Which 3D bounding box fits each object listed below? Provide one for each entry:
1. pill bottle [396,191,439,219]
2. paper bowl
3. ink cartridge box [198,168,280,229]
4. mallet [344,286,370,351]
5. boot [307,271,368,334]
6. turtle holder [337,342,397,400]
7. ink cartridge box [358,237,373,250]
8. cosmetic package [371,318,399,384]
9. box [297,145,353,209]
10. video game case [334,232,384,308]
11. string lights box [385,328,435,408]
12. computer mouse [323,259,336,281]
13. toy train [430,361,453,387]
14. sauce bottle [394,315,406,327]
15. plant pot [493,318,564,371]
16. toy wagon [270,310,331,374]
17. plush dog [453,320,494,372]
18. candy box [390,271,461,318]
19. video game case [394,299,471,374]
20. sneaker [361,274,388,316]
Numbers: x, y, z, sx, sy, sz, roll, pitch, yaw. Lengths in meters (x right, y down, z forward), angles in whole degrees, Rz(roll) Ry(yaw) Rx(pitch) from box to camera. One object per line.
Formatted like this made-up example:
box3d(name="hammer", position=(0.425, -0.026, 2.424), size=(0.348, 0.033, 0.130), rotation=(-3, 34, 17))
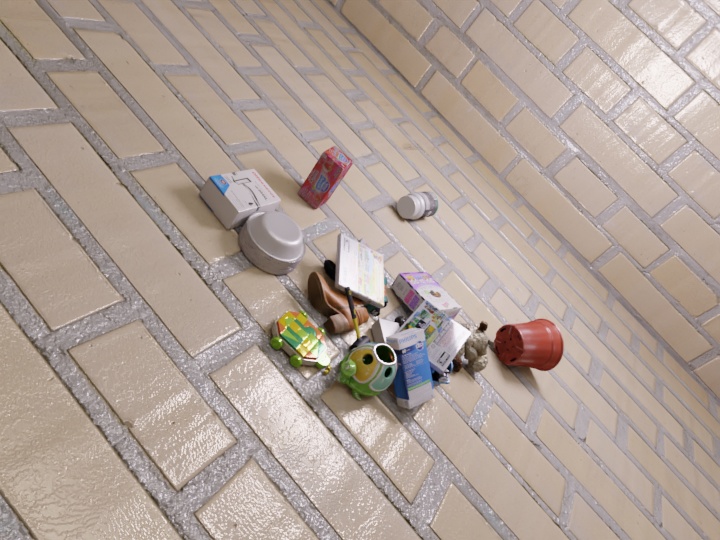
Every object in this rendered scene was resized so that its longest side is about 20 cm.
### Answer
box3d(name="pill bottle", position=(0.248, -0.281, 2.296), size=(0.199, 0.113, 0.114), rotation=(-15, 64, -52))
box3d(name="paper bowl", position=(-0.252, -0.095, 1.583), size=(0.199, 0.104, 0.202), rotation=(26, 37, -22))
box3d(name="ink cartridge box", position=(-0.364, -0.223, 1.624), size=(0.146, 0.084, 0.200), rotation=(48, 34, 8))
box3d(name="mallet", position=(-0.011, 0.142, 1.540), size=(0.066, 0.041, 0.203), rotation=(-21, 104, -56))
box3d(name="boot", position=(-0.063, 0.086, 1.591), size=(0.154, 0.077, 0.201), rotation=(-14, 68, -45))
box3d(name="turtle holder", position=(0.015, 0.256, 1.443), size=(0.184, 0.132, 0.142), rotation=(24, 38, -26))
box3d(name="ink cartridge box", position=(0.006, -0.027, 1.783), size=(0.116, 0.068, 0.201), rotation=(49, 29, -15))
box3d(name="cosmetic package", position=(0.094, 0.246, 1.609), size=(0.082, 0.051, 0.201), rotation=(16, 42, -31))
box3d(name="box", position=(-0.124, -0.328, 1.883), size=(0.095, 0.200, 0.100), rotation=(40, 33, 1))
box3d(name="video game case", position=(0.000, 0.000, 1.658), size=(0.181, 0.023, 0.202), rotation=(27, 46, -30))
box3d(name="string lights box", position=(0.143, 0.275, 1.511), size=(0.102, 0.059, 0.202), rotation=(-13, 95, -34))
box3d(name="computer mouse", position=(-0.058, 0.051, 1.694), size=(0.201, 0.034, 0.059), rotation=(55, 13, 9))
box3d(name="toy train", position=(0.225, 0.270, 1.659), size=(0.086, 0.115, 0.201), rotation=(4, 47, -17))
box3d(name="sauce bottle", position=(0.147, 0.234, 1.668), size=(0.064, 0.065, 0.201), rotation=(18, 39, -32))
box3d(name="plant pot", position=(0.623, 0.280, 2.010), size=(0.193, 0.201, 0.202), rotation=(5, 48, -31))
box3d(name="toy wagon", position=(-0.147, 0.195, 1.427), size=(0.200, 0.040, 0.155), rotation=(43, 34, 0))
box3d(name="plush dog", position=(0.339, 0.244, 1.805), size=(0.170, 0.161, 0.201), rotation=(-14, 57, -21))
box3d(name="candy box", position=(0.229, 0.095, 1.862), size=(0.167, 0.072, 0.200), rotation=(-1, 40, -47))
box3d(name="video game case", position=(0.222, 0.198, 1.629), size=(0.182, 0.022, 0.200), rotation=(36, 47, 14))
box3d(name="sneaker", position=(0.054, 0.083, 1.743), size=(0.080, 0.071, 0.200), rotation=(53, 30, -11))
